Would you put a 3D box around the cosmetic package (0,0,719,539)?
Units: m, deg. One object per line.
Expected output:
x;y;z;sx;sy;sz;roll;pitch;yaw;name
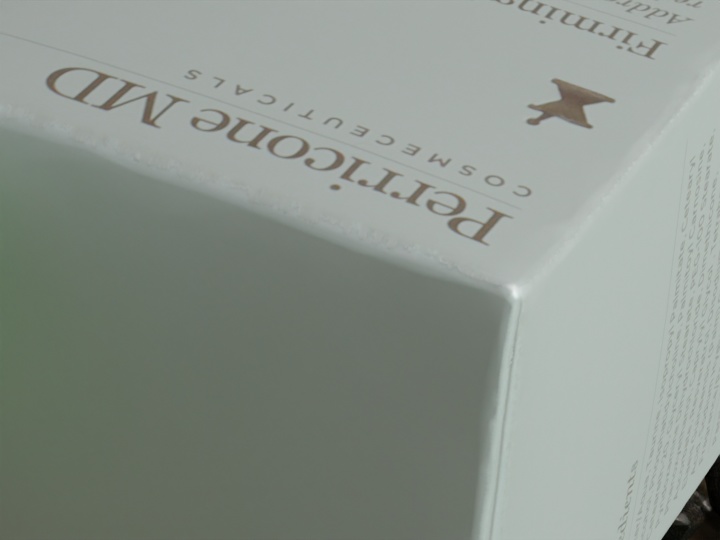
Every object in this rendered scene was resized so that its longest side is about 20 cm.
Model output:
0.000;0.000;0.728;0.167;0.167;0.200;19;37;19;cosmetic package

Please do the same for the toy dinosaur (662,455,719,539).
0.083;0.022;0.898;0.200;0.077;0.102;26;59;-18;toy dinosaur

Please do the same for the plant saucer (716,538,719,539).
0.125;0.152;0.740;0.029;0.200;0.201;30;39;-50;plant saucer
